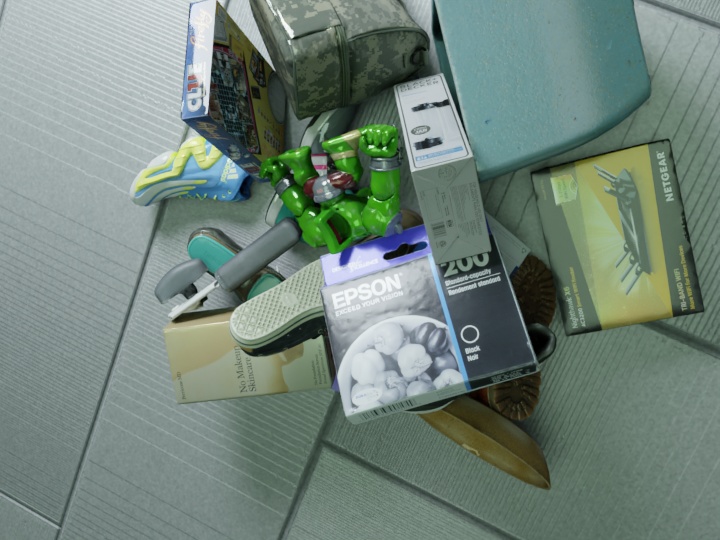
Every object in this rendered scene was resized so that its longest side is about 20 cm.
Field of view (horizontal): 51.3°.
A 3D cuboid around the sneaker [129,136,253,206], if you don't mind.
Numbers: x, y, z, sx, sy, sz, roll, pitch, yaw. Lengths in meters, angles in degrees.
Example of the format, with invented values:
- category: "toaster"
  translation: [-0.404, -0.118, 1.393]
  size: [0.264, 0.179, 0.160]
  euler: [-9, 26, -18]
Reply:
- category: "sneaker"
  translation: [-0.210, -0.119, 0.992]
  size: [0.199, 0.076, 0.105]
  euler: [-33, 89, 16]

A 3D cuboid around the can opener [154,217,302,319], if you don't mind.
- category: "can opener"
  translation: [-0.167, -0.010, 0.924]
  size: [0.199, 0.053, 0.067]
  euler: [-36, 99, 9]

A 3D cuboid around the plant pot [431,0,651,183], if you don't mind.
- category: "plant pot"
  translation: [0.194, -0.213, 0.816]
  size: [0.198, 0.196, 0.198]
  euler: [-13, 94, 6]

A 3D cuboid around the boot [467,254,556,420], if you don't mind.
- category: "boot"
  translation: [0.176, 0.081, 0.915]
  size: [0.074, 0.107, 0.202]
  euler: [18, 75, -10]

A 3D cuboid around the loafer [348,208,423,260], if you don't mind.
- category: "loafer"
  translation: [0.000, 0.000, 0.955]
  size: [0.076, 0.067, 0.200]
  euler: [43, 106, 6]

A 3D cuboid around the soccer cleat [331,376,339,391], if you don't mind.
- category: "soccer cleat"
  translation: [0.020, 0.084, 0.957]
  size: [0.067, 0.076, 0.200]
  euler: [47, 106, 6]

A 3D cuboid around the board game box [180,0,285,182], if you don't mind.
- category: "board game box"
  translation: [-0.142, -0.200, 0.878]
  size: [0.034, 0.200, 0.137]
  euler: [-3, 76, 16]

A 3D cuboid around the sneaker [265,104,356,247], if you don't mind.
- category: "sneaker"
  translation: [-0.028, -0.110, 0.937]
  size: [0.120, 0.084, 0.201]
  euler: [35, 112, 13]

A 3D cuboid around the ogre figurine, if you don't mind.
- category: "ogre figurine"
  translation: [-0.027, -0.088, 0.845]
  size: [0.199, 0.098, 0.121]
  euler: [-13, 104, 22]

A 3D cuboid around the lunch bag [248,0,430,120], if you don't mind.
- category: "lunch bag"
  translation: [-0.028, -0.291, 0.862]
  size: [0.167, 0.140, 0.201]
  euler: [-21, 66, -7]

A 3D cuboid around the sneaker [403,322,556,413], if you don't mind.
- category: "sneaker"
  translation: [0.118, 0.093, 0.801]
  size: [0.199, 0.085, 0.075]
  euler: [-18, 76, -15]

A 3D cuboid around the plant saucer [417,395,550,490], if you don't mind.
- category: "plant saucer"
  translation: [0.143, 0.191, 0.894]
  size: [0.199, 0.200, 0.036]
  euler: [31, 77, 9]

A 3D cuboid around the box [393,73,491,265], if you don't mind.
- category: "box"
  translation: [0.083, -0.114, 0.796]
  size: [0.060, 0.201, 0.117]
  euler: [-14, 125, 6]

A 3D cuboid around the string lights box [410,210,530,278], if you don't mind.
- category: "string lights box"
  translation: [0.095, 0.025, 0.870]
  size: [0.103, 0.059, 0.201]
  euler: [37, 87, -17]

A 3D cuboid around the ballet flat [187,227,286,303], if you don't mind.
- category: "ballet flat"
  translation: [-0.139, 0.010, 0.989]
  size: [0.200, 0.068, 0.068]
  euler: [44, 105, -7]

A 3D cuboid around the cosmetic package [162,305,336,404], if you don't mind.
- category: "cosmetic package"
  translation: [-0.135, 0.099, 0.938]
  size: [0.198, 0.071, 0.106]
  euler: [-9, 102, 6]

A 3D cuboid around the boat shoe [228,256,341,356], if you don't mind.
- category: "boat shoe"
  translation: [-0.056, 0.040, 0.858]
  size: [0.199, 0.062, 0.075]
  euler: [-26, 61, -19]

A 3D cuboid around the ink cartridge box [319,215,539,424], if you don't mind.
- category: "ink cartridge box"
  translation: [0.061, 0.036, 0.781]
  size: [0.197, 0.043, 0.201]
  euler: [-18, 63, 7]

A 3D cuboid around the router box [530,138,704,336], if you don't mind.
- category: "router box"
  translation: [0.297, -0.037, 0.876]
  size: [0.156, 0.052, 0.202]
  euler: [-13, 94, 17]
